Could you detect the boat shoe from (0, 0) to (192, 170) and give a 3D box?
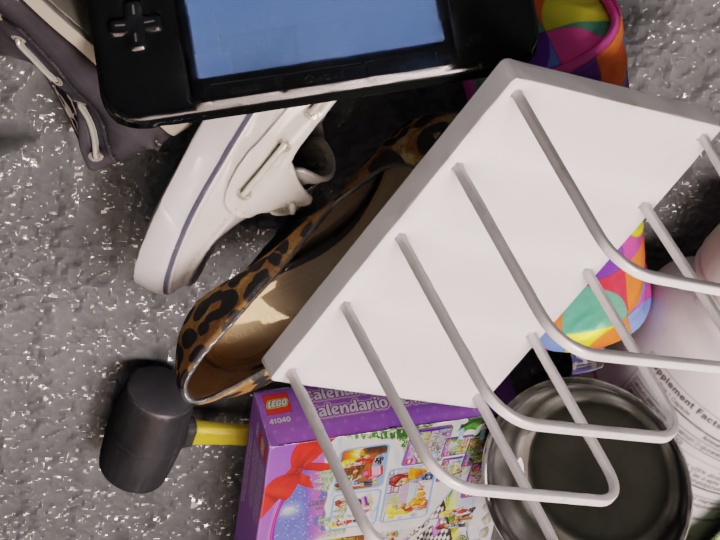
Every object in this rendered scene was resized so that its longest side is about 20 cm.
[{"bbox_3d":[-0.155,-0.111,1.365,0.063,0.073,0.200,-33,134,14],"label":"boat shoe"}]

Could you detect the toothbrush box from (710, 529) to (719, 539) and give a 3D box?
[{"bbox_3d":[0.233,0.191,1.546,0.146,0.086,0.200,44,99,8],"label":"toothbrush box"}]

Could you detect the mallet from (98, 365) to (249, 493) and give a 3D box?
[{"bbox_3d":[-0.038,0.082,1.585,0.199,0.041,0.066,-1,135,-15],"label":"mallet"}]

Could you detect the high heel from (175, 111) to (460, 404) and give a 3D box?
[{"bbox_3d":[0.000,0.000,1.405,0.200,0.143,0.072,-24,111,44],"label":"high heel"}]

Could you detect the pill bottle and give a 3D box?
[{"bbox_3d":[0.173,0.066,1.557,0.113,0.114,0.200,21,124,-27],"label":"pill bottle"}]

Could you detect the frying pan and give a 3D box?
[{"bbox_3d":[0.149,0.123,1.502,0.189,0.031,0.116,25,114,17],"label":"frying pan"}]

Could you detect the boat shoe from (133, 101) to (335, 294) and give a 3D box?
[{"bbox_3d":[-0.043,-0.059,1.427,0.066,0.072,0.201,32,115,0],"label":"boat shoe"}]

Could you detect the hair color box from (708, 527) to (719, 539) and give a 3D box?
[{"bbox_3d":[0.197,0.194,1.710,0.199,0.065,0.110,-9,132,-1],"label":"hair color box"}]

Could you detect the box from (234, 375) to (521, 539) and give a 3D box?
[{"bbox_3d":[0.004,0.130,1.601,0.136,0.039,0.201,-7,142,-15],"label":"box"}]

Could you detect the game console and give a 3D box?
[{"bbox_3d":[-0.029,-0.173,1.310,0.199,0.177,0.116,-8,161,-3],"label":"game console"}]

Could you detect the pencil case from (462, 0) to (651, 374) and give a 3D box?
[{"bbox_3d":[0.096,-0.047,1.464,0.088,0.089,0.201,-11,130,-1],"label":"pencil case"}]

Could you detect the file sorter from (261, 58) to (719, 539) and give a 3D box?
[{"bbox_3d":[0.082,0.027,1.361,0.138,0.125,0.200,9,131,-42],"label":"file sorter"}]
